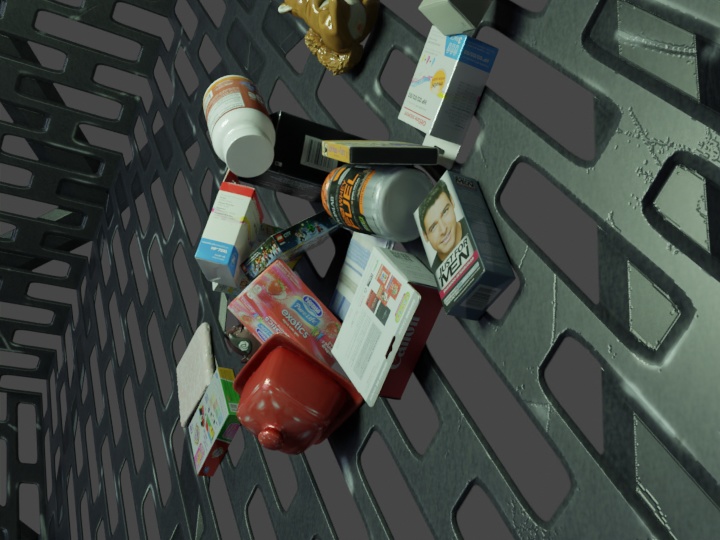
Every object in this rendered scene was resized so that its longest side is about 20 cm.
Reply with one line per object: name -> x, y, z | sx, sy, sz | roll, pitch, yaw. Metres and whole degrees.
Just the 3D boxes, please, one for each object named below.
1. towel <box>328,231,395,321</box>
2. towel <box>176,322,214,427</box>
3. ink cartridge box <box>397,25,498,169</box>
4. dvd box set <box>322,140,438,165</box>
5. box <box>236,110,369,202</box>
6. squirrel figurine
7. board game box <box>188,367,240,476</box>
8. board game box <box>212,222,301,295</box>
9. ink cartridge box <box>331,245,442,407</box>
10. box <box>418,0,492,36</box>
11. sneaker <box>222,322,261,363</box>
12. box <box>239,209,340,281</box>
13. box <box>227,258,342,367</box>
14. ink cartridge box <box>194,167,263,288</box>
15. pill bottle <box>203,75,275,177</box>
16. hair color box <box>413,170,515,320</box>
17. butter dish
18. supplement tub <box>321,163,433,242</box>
towel -> 0.000, 0.000, 1.504 | 0.147, 0.024, 0.201 | 40, 113, 59
towel -> -0.414, 0.265, 2.114 | 0.191, 0.032, 0.201 | -56, 35, 34
ink cartridge box -> 0.130, -0.276, 1.339 | 0.115, 0.067, 0.201 | 43, 116, 57
dvd box set -> 0.027, -0.194, 1.371 | 0.200, 0.145, 0.030 | -144, 54, -71
box -> -0.120, -0.214, 1.620 | 0.200, 0.195, 0.118 | 2, 79, 60
squirrel figurine -> -0.076, -0.496, 1.680 | 0.186, 0.141, 0.201 | 27, 134, 29
board game box -> -0.335, 0.349, 1.934 | 0.201, 0.040, 0.153 | -61, 33, 27
board game box -> -0.213, -0.017, 1.769 | 0.200, 0.134, 0.034 | -51, 38, 39
ink cartridge box -> 0.051, 0.093, 1.316 | 0.201, 0.083, 0.176 | -67, 30, 18
box -> 0.175, -0.458, 1.266 | 0.082, 0.068, 0.201 | 9, 66, 58
sneaker -> -0.227, 0.098, 1.727 | 0.076, 0.115, 0.202 | 145, 121, -74
box -> -0.115, -0.057, 1.566 | 0.136, 0.199, 0.038 | -35, 86, 49
box -> -0.124, 0.094, 1.496 | 0.103, 0.200, 0.095 | -36, 9, 50
ink cartridge box -> -0.238, -0.084, 1.578 | 0.116, 0.067, 0.201 | 84, -159, -67
pill bottle -> -0.212, -0.253, 1.484 | 0.113, 0.111, 0.201 | -59, 33, 28
hair color box -> 0.147, -0.038, 1.224 | 0.099, 0.060, 0.201 | -53, 37, 37
butter dish -> -0.128, 0.242, 1.425 | 0.200, 0.199, 0.148 | -48, 8, 40
supplement tub -> 0.024, -0.119, 1.395 | 0.200, 0.122, 0.124 | 16, 93, 56
